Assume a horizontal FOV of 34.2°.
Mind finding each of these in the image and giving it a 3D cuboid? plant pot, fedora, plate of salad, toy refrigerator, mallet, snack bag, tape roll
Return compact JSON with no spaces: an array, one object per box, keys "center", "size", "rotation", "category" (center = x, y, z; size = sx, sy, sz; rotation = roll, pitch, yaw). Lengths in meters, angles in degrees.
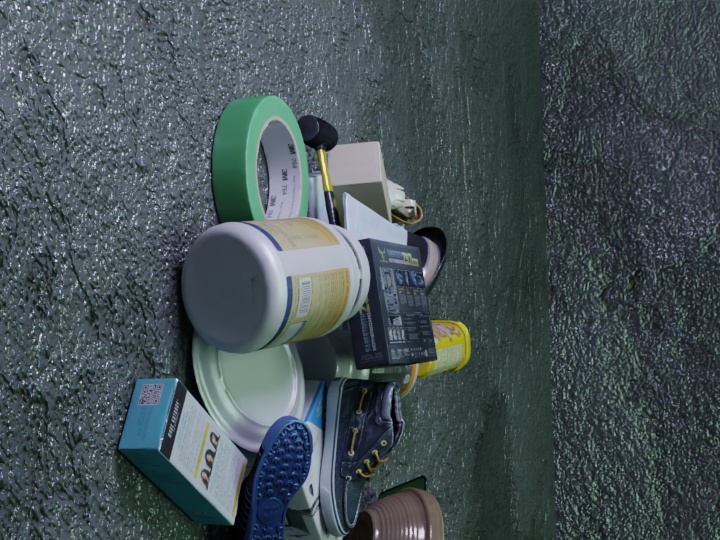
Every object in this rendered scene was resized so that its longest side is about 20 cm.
[{"center":[0.036,0.417,1.745],"size":[0.092,0.201,0.202],"rotation":[18,63,-23],"category":"plant pot"},{"center":[0.048,-0.012,1.842],"size":[0.091,0.200,0.201],"rotation":[37,44,-22],"category":"fedora"},{"center":[-0.137,0.120,1.396],"size":[0.200,0.048,0.201],"rotation":[32,48,-44],"category":"plate of salad"},{"center":[0.001,-0.117,1.713],"size":[0.200,0.075,0.070],"rotation":[72,14,-69],"category":"toy refrigerator"},{"center":[-0.049,-0.114,1.563],"size":[0.066,0.041,0.201],"rotation":[30,47,-58],"category":"mallet"},{"center":[0.019,0.009,1.584],"size":[0.188,0.021,0.201],"rotation":[28,55,-56],"category":"snack bag"},{"center":[-0.122,-0.117,1.474],"size":[0.200,0.048,0.202],"rotation":[-1,90,-71],"category":"tape roll"}]

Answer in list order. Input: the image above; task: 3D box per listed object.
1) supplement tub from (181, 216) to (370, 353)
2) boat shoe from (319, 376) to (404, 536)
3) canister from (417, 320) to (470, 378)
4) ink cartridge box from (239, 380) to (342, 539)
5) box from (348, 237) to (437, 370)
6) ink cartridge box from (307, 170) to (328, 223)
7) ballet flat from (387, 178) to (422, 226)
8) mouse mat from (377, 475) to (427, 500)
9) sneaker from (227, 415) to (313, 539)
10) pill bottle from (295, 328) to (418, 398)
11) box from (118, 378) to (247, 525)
[{"center":[-0.092,0.013,1.345],"size":[0.200,0.144,0.145],"rotation":[-8,96,-56],"category":"supplement tub"},{"center":[0.003,0.236,1.476],"size":[0.071,0.090,0.202],"rotation":[17,74,-69],"category":"boat shoe"},{"center":[0.081,0.128,1.887],"size":[0.200,0.148,0.087],"rotation":[-2,90,-69],"category":"canister"},{"center":[-0.077,0.263,1.512],"size":[0.147,0.085,0.201],"rotation":[-68,149,-49],"category":"ink cartridge box"},{"center":[0.037,0.044,1.504],"size":[0.200,0.051,0.159],"rotation":[6,75,-70],"category":"box"},{"center":[-0.047,-0.062,1.684],"size":[0.200,0.047,0.161],"rotation":[-27,113,-67],"category":"ink cartridge box"},{"center":[0.055,-0.120,1.959],"size":[0.200,0.063,0.069],"rotation":[29,61,-68],"category":"ballet flat"},{"center":[0.054,0.429,1.823],"size":[0.007,0.161,0.201],"rotation":[18,62,-22],"category":"mouse mat"},{"center":[-0.114,0.254,1.356],"size":[0.070,0.078,0.201],"rotation":[10,101,-34],"category":"sneaker"},{"center":[-0.015,0.130,1.621],"size":[0.200,0.116,0.117],"rotation":[5,83,-56],"category":"pill bottle"},{"center":[-0.186,0.198,1.257],"size":[0.200,0.049,0.083],"rotation":[62,31,-51],"category":"box"}]
